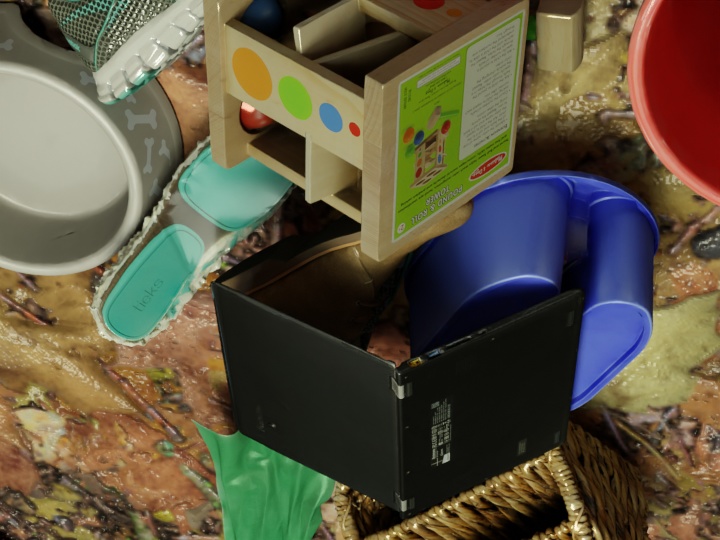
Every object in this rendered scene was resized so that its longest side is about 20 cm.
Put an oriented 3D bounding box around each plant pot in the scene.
[{"bbox_3d":[0.250,-0.151,0.937,0.200,0.177,0.201,7,129,9],"label":"plant pot"}]

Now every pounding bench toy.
[{"bbox_3d":[0.021,-0.131,1.057,0.156,0.200,0.124,32,139,31],"label":"pounding bench toy"}]

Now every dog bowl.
[{"bbox_3d":[-0.225,-0.081,1.194,0.200,0.059,0.200,7,129,9],"label":"dog bowl"}]

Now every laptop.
[{"bbox_3d":[0.025,0.063,1.130,0.200,0.116,0.187,-23,148,-13],"label":"laptop"}]

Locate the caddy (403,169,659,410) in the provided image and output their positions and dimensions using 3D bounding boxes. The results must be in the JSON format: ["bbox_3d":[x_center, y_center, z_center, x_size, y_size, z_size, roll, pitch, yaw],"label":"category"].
[{"bbox_3d":[0.111,0.011,1.151,0.141,0.105,0.200,15,144,-18],"label":"caddy"}]

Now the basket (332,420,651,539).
[{"bbox_3d":[0.091,0.201,1.265,0.200,0.143,0.149,-29,131,31],"label":"basket"}]

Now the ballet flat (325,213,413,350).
[{"bbox_3d":[-0.014,0.012,1.199,0.074,0.074,0.200,18,129,0],"label":"ballet flat"}]

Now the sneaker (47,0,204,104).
[{"bbox_3d":[-0.119,-0.189,1.073,0.200,0.078,0.091,-39,96,27],"label":"sneaker"}]

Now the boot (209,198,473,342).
[{"bbox_3d":[0.000,0.000,1.122,0.200,0.074,0.076,-25,99,32],"label":"boot"}]

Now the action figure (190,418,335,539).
[{"bbox_3d":[-0.069,0.181,1.366,0.118,0.055,0.200,9,133,6],"label":"action figure"}]

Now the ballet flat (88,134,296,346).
[{"bbox_3d":[-0.112,-0.036,1.181,0.072,0.072,0.200,43,93,-19],"label":"ballet flat"}]
